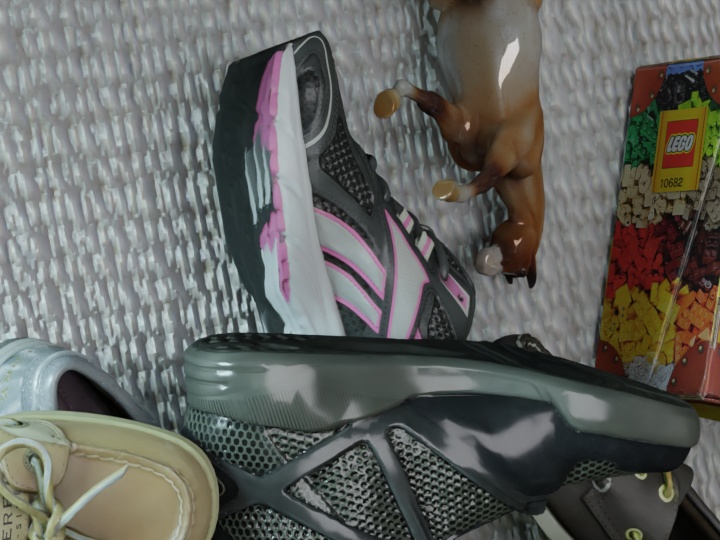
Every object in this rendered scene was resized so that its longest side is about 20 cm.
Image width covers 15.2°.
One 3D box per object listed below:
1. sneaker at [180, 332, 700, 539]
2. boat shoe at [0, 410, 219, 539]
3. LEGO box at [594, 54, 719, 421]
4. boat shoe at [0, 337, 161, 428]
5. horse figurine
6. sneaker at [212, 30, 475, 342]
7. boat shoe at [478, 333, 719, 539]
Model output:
[{"bbox_3d":[0.028,0.084,1.004,0.199,0.076,0.114,1,99,-21],"label":"sneaker"},{"bbox_3d":[-0.148,0.089,0.929,0.200,0.063,0.073,-4,92,-5],"label":"boat shoe"},{"bbox_3d":[0.212,0.000,1.197,0.200,0.077,0.149,13,82,-32],"label":"LEGO box"},{"bbox_3d":[-0.075,0.111,1.018,0.074,0.065,0.202,-40,111,-26],"label":"boat shoe"},{"bbox_3d":[0.042,-0.096,1.091,0.133,0.050,0.200,5,75,-63],"label":"horse figurine"},{"bbox_3d":[0.000,0.000,1.057,0.086,0.080,0.200,-15,109,-18],"label":"sneaker"},{"bbox_3d":[0.115,0.098,1.129,0.201,0.061,0.072,54,24,-25],"label":"boat shoe"}]
